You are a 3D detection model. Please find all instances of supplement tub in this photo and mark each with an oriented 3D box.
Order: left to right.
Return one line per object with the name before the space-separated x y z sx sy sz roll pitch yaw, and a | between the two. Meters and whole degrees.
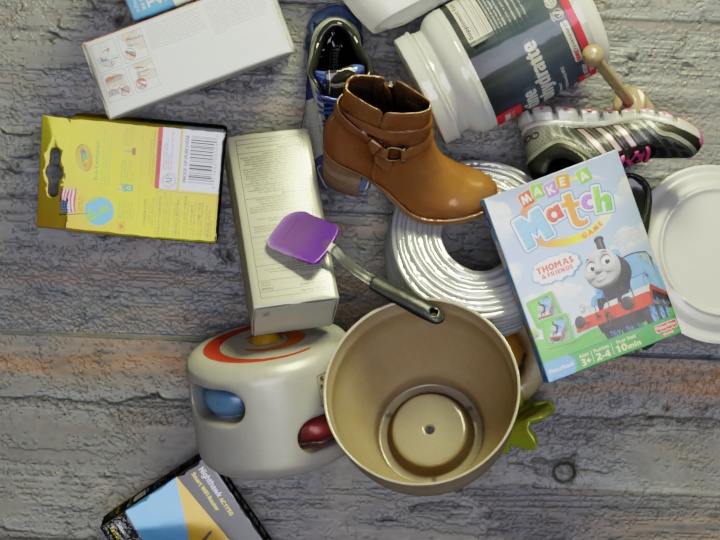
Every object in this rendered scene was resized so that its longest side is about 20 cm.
supplement tub | 0.150 -0.235 1.689 0.199 0.140 0.141 -28 100 3

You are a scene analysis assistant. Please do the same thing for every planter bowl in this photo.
planter bowl | 0.067 0.147 1.652 0.198 0.135 0.202 -3 64 5

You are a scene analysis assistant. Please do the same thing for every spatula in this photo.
spatula | 0.000 0.000 1.632 0.199 0.021 0.057 31 62 6

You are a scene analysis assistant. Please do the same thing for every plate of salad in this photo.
plate of salad | 0.393 -0.017 1.780 0.198 0.048 0.202 2 79 -10

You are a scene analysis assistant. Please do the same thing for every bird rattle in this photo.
bird rattle | 0.132 0.105 1.775 0.199 0.113 0.164 28 106 5

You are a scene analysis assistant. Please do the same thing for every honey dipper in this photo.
honey dipper | 0.269 -0.193 1.680 0.038 0.200 0.038 -6 76 23

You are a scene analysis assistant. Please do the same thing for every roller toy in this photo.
roller toy | -0.091 0.130 1.720 0.198 0.183 0.141 -7 105 0

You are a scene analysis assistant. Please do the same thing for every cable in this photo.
cable | 0.125 -0.023 1.720 0.198 0.069 0.202 13 64 2

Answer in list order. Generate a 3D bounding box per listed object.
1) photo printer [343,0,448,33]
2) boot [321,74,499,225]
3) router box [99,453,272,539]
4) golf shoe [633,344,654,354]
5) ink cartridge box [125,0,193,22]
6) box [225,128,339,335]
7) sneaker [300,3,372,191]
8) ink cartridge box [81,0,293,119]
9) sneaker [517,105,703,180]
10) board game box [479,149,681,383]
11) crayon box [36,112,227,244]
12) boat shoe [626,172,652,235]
photo printer | 0.054 -0.358 1.688 0.199 0.069 0.168 -27 86 3
boot | 0.060 -0.129 1.641 0.198 0.156 0.077 17 55 0
router box | -0.180 0.326 1.821 0.148 0.051 0.201 -34 100 2
golf shoe | 0.243 0.027 1.786 0.198 0.077 0.089 16 74 -3
ink cartridge box | -0.152 -0.332 1.658 0.198 0.145 0.085 -20 101 2
box | -0.085 -0.041 1.694 0.094 0.078 0.202 -6 67 -9
sneaker | -0.027 -0.180 1.705 0.080 0.115 0.202 -4 101 0
ink cartridge box | -0.173 -0.231 1.663 0.198 0.176 0.085 -20 97 1
sneaker | 0.266 -0.123 1.710 0.198 0.074 0.088 3 75 4
board game box | 0.227 -0.004 1.652 0.150 0.037 0.202 -20 90 -2
crayon box | -0.249 -0.103 1.743 0.198 0.051 0.128 6 100 -4
boat shoe | 0.267 -0.016 1.720 0.071 0.068 0.201 25 77 6
